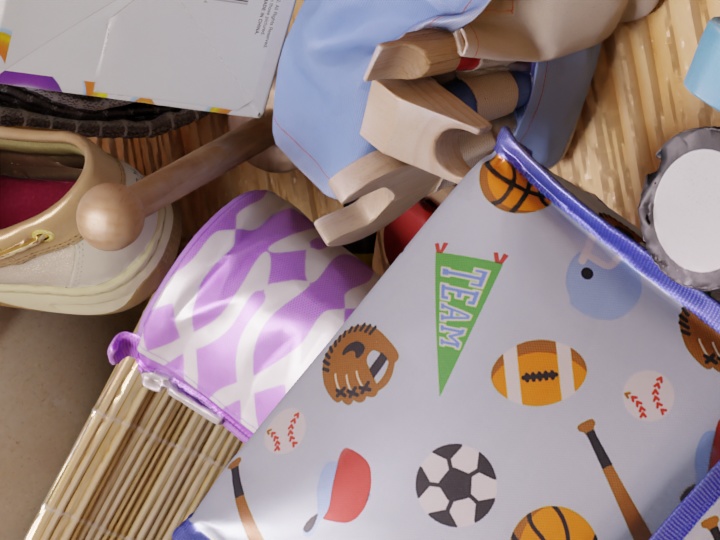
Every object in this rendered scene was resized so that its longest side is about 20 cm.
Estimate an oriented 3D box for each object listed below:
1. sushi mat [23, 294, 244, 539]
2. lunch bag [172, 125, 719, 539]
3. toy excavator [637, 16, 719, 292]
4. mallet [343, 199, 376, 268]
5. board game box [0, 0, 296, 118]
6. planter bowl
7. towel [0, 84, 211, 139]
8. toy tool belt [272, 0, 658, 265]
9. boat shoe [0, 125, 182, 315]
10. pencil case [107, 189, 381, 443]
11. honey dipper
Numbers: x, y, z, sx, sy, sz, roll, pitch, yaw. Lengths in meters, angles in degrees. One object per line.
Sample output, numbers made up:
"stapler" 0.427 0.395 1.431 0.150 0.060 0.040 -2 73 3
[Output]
"sushi mat" -0.085 0.107 1.113 0.012 0.096 0.200 35 99 52
"lunch bag" 0.073 0.083 0.887 0.200 0.124 0.170 41 95 10
"toy excavator" 0.156 -0.084 0.834 0.194 0.100 0.200 38 114 39
"mallet" 0.000 0.000 1.091 0.041 0.066 0.201 7 90 10
"board game box" -0.091 -0.155 1.055 0.200 0.103 0.105 -113 34 -55
"planter bowl" -0.168 0.030 1.144 0.200 0.200 0.135 45 170 37
"towel" -0.172 -0.100 1.151 0.165 0.200 0.086 21 110 48
"toy tool belt" 0.016 -0.072 0.979 0.125 0.123 0.200 42 129 39
"boat shoe" -0.164 -0.025 1.050 0.200 0.066 0.074 -3 57 23
"pencil case" 0.007 0.057 1.005 0.200 0.086 0.084 38 156 16
"honey dipper" -0.052 -0.039 1.020 0.038 0.200 0.038 6 108 20
